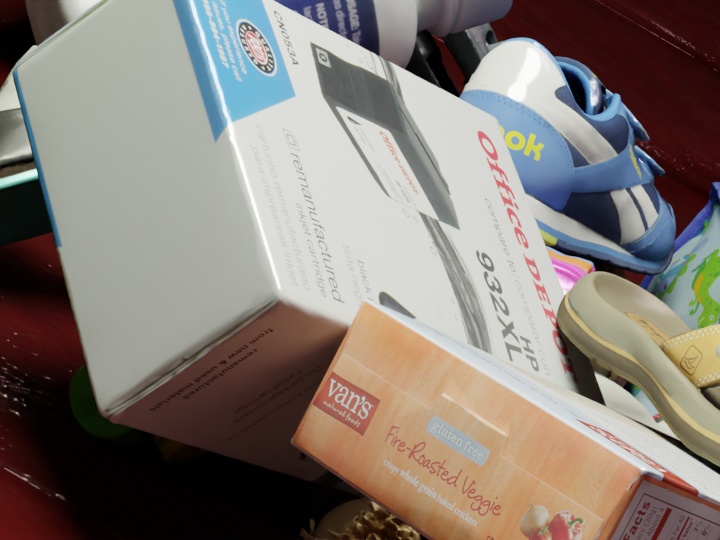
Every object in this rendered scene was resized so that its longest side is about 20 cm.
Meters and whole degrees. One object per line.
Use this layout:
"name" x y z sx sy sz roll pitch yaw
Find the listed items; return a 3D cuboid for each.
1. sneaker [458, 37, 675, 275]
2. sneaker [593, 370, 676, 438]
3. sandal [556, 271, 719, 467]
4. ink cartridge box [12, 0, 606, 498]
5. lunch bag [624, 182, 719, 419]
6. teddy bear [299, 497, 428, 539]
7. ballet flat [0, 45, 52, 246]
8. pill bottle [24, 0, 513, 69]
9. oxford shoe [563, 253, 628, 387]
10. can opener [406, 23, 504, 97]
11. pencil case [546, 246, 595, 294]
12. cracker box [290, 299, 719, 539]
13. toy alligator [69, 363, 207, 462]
"sneaker" 0.097 -0.048 1.184 0.074 0.082 0.200 16 -1 26
"sneaker" 0.126 0.112 1.081 0.200 0.077 0.085 22 41 -32
"sandal" 0.139 0.041 0.910 0.080 0.054 0.200 25 12 -37
"ink cartridge box" -0.014 -0.006 0.942 0.200 0.084 0.145 23 41 -50
"lunch bag" 0.213 0.072 1.239 0.170 0.128 0.200 28 29 -11
"teddy bear" 0.063 0.137 0.901 0.200 0.067 0.145 29 6 21
"ballet flat" -0.094 -0.054 1.037 0.200 0.068 0.068 -10 68 -18
"pill bottle" -0.040 -0.126 1.166 0.200 0.120 0.120 -17 33 -13
"oxford shoe" 0.064 0.005 1.280 0.075 0.071 0.200 8 17 -30
"can opener" 0.035 -0.115 1.268 0.200 0.063 0.079 68 14 11
"pencil case" 0.000 0.000 1.102 0.200 0.088 0.088 22 17 -3
"cracker box" 0.091 0.085 0.865 0.200 0.058 0.134 26 4 -44
"toy alligator" -0.053 0.040 0.983 0.200 0.054 0.059 -2 62 -61
